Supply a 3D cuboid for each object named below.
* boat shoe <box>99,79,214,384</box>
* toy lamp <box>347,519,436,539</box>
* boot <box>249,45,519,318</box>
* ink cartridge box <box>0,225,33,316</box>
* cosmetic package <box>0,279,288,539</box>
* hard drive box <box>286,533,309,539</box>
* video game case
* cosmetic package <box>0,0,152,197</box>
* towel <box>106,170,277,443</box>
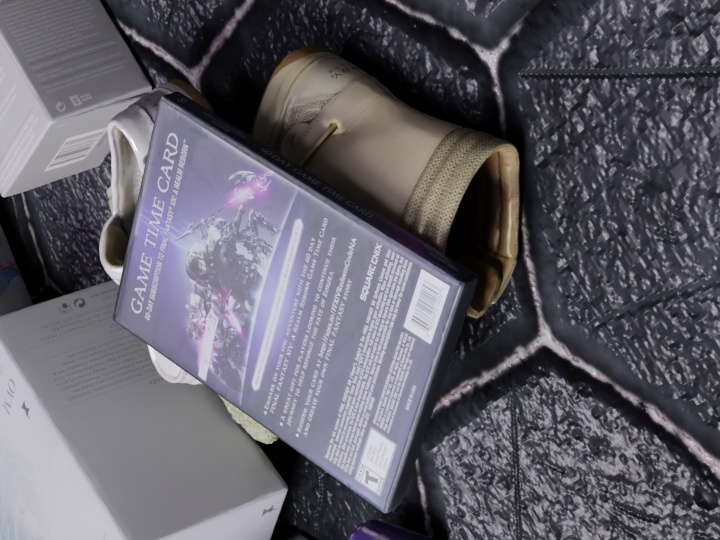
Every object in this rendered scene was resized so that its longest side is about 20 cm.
[{"bbox_3d":[-0.123,-0.013,0.994,0.071,0.069,0.201,28,131,39],"label":"boat shoe"},{"bbox_3d":[0.069,0.207,0.957,0.200,0.058,0.058,33,133,34],"label":"toy lamp"},{"bbox_3d":[0.000,0.000,0.891,0.155,0.073,0.201,29,110,35],"label":"boot"},{"bbox_3d":[-0.325,0.031,1.238,0.145,0.087,0.201,-26,82,12],"label":"ink cartridge box"},{"bbox_3d":[-0.166,0.150,1.136,0.200,0.123,0.200,50,142,28],"label":"cosmetic package"},{"bbox_3d":[-0.059,0.265,1.025,0.156,0.199,0.077,29,131,39],"label":"hard drive box"},{"bbox_3d":[-0.041,0.015,0.872,0.200,0.019,0.143,33,124,25],"label":"video game case"},{"bbox_3d":[-0.231,-0.163,1.090,0.107,0.090,0.201,-40,75,52],"label":"cosmetic package"},{"bbox_3d":[-0.084,0.001,1.043,0.200,0.036,0.148,57,143,11],"label":"towel"}]
